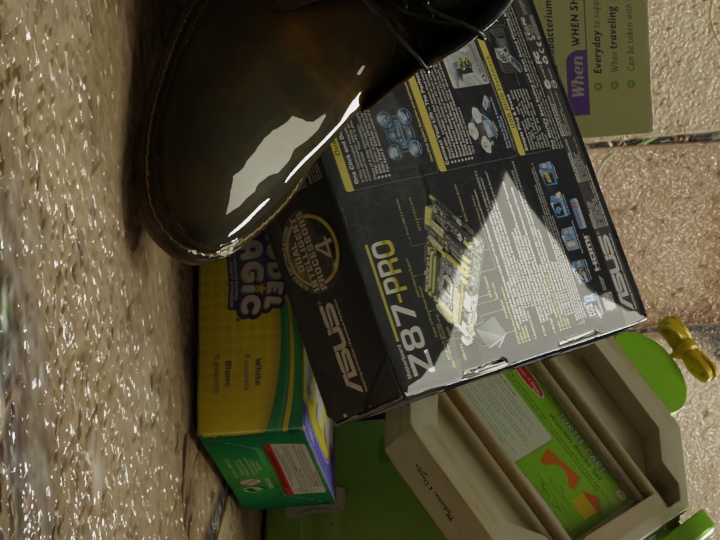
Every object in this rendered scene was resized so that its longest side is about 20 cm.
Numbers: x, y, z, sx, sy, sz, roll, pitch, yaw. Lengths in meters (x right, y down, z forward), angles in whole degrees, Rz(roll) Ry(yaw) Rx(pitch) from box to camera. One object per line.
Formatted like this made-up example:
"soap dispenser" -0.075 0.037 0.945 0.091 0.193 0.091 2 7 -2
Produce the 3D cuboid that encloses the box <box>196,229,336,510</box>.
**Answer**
"box" -0.038 -0.011 0.778 0.118 0.048 0.202 75 11 -68

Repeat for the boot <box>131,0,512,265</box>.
"boot" -0.005 -0.090 0.633 0.075 0.097 0.201 44 53 -22

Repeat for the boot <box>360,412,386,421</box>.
"boot" 0.010 0.178 1.039 0.162 0.072 0.201 14 79 -82

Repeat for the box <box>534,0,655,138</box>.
"box" 0.041 -0.157 0.903 0.097 0.198 0.178 -81 166 -71

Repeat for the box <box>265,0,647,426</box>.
"box" 0.025 -0.053 0.744 0.160 0.049 0.202 -14 83 -47

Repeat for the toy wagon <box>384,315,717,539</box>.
"toy wagon" 0.098 0.072 0.847 0.199 0.040 0.156 -21 70 -47

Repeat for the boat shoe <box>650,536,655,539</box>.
"boat shoe" 0.107 0.223 1.054 0.201 0.068 0.057 -58 153 -6

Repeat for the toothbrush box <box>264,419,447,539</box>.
"toothbrush box" 0.029 0.172 0.849 0.087 0.144 0.201 82 6 -46
